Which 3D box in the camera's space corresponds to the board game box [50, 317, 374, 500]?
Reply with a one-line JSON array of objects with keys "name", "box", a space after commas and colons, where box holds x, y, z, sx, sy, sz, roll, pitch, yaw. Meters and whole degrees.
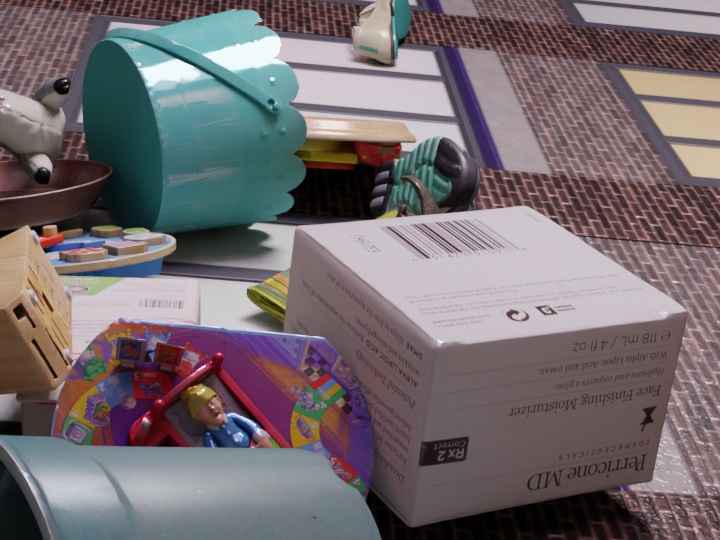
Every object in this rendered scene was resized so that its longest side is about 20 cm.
[{"name": "board game box", "box": [-0.086, 0.102, 1.021, 0.199, 0.039, 0.158, 6, 67, -8]}]

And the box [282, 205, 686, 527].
[{"name": "box", "box": [0.076, 0.056, 1.138, 0.198, 0.131, 0.200, -6, 26, -29]}]

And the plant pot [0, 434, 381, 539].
[{"name": "plant pot", "box": [-0.103, 0.167, 0.821, 0.196, 0.201, 0.200, -2, 23, -38]}]

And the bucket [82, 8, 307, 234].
[{"name": "bucket", "box": [-0.153, -0.128, 1.496, 0.134, 0.208, 0.207, -13, 29, -29]}]

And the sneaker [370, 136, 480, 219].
[{"name": "sneaker", "box": [0.082, -0.074, 1.520, 0.087, 0.075, 0.200, 14, -4, -19]}]

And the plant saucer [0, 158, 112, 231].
[{"name": "plant saucer", "box": [-0.313, -0.064, 1.458, 0.200, 0.035, 0.200, -3, 14, 1]}]

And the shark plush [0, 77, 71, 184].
[{"name": "shark plush", "box": [-0.297, -0.133, 1.467, 0.083, 0.091, 0.200, 12, 7, -7]}]

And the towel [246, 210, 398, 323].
[{"name": "towel", "box": [0.000, 0.000, 1.407, 0.086, 0.018, 0.200, 31, 39, 26]}]

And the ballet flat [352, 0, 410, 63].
[{"name": "ballet flat", "box": [0.023, -0.316, 2.172, 0.069, 0.070, 0.200, 8, 22, 4]}]

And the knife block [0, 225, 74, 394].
[{"name": "knife block", "box": [-0.280, 0.048, 1.113, 0.175, 0.064, 0.200, -28, 22, 0]}]

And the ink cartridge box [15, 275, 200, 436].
[{"name": "ink cartridge box", "box": [-0.171, 0.073, 1.165, 0.117, 0.068, 0.200, 2, 22, -4]}]

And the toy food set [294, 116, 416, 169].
[{"name": "toy food set", "box": [-0.045, -0.125, 1.644, 0.197, 0.049, 0.200, 2, 6, -13]}]

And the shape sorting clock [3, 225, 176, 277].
[{"name": "shape sorting clock", "box": [-0.249, -0.016, 1.359, 0.199, 0.039, 0.200, -1, 12, 0]}]

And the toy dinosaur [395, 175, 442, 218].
[{"name": "toy dinosaur", "box": [0.076, -0.001, 1.385, 0.102, 0.077, 0.200, 23, 17, -41]}]
